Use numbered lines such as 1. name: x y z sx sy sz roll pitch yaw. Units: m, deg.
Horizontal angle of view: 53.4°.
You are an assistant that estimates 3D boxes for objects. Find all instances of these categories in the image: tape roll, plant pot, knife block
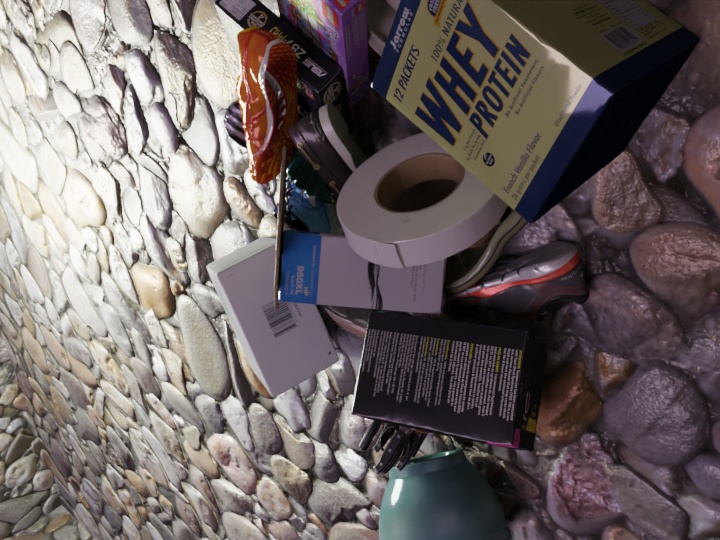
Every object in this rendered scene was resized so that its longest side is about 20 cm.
1. tape roll: 0.069 -0.085 0.800 0.199 0.204 0.038 16 143 39
2. plant pot: 0.111 0.343 1.052 0.199 0.196 0.138 -27 73 50
3. knife block: 0.071 0.177 0.983 0.063 0.174 0.204 31 133 26

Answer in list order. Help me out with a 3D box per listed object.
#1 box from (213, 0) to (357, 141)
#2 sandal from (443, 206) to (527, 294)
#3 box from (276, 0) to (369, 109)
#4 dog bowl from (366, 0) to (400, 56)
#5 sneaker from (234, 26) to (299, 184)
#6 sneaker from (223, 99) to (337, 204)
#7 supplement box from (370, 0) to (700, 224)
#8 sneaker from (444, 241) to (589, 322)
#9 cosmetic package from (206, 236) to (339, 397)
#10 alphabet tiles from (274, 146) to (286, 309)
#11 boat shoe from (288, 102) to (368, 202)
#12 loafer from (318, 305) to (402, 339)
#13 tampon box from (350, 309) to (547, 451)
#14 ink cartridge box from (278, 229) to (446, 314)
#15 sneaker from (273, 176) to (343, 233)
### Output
1. box: -0.094 -0.256 0.934 0.199 0.049 0.162 43 170 19
2. sandal: 0.149 -0.052 0.831 0.057 0.080 0.202 35 129 -1
3. box: -0.047 -0.295 0.844 0.137 0.039 0.201 48 171 14
4. dog bowl: 0.034 -0.316 0.739 0.202 0.073 0.201 52 168 15
5. sneaker: -0.116 -0.198 0.871 0.077 0.072 0.204 38 138 29
6. sneaker: -0.086 -0.174 0.965 0.198 0.088 0.074 35 122 -15
7. supplement box: 0.155 -0.188 0.645 0.199 0.198 0.136 43 137 18
8. sneaker: 0.183 0.032 0.856 0.198 0.077 0.083 -18 107 51
9. cosmetic package: -0.145 0.064 1.131 0.204 0.121 0.200 67 167 -10
10. alphabet tiles: -0.099 -0.048 0.890 0.200 0.006 0.172 115 157 -75
11. boat shoe: -0.020 -0.121 0.904 0.059 0.073 0.202 -20 135 16
12. loafer: 0.000 0.075 1.083 0.197 0.072 0.064 28 140 28
13. tampon box: 0.112 0.135 0.867 0.195 0.149 0.130 7 78 26
14. ink cartridge box: 0.000 0.000 0.892 0.145 0.193 0.087 -142 57 -86
15. sneaker: -0.087 -0.111 1.023 0.078 0.088 0.205 -5 107 63
